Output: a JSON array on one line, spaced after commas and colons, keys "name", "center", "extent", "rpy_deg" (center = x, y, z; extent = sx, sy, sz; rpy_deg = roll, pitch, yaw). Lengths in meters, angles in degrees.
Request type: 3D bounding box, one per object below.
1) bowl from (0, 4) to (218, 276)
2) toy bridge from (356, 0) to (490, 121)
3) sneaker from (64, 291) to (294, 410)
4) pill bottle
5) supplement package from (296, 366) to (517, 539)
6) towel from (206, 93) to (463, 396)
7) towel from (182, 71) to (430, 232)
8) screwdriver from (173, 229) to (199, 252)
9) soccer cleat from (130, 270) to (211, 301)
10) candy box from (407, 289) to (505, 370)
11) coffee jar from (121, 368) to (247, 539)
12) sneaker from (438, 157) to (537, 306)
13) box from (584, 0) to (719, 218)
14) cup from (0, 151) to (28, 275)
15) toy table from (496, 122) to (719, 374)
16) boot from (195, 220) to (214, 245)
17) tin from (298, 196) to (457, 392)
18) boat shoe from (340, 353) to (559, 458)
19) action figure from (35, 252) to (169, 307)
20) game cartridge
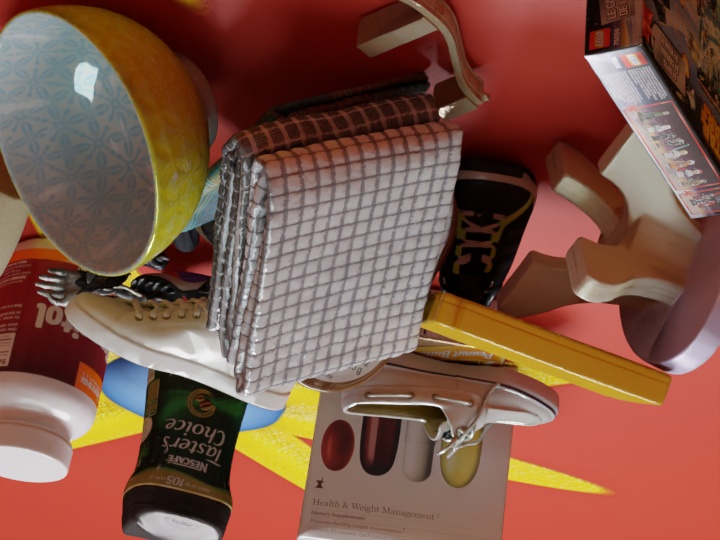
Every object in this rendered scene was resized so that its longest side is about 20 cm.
[{"name": "bowl", "center": [-0.169, -0.107, 1.387], "extent": [0.108, 0.200, 0.200], "rpy_deg": [-26, 175, -37]}, {"name": "toy bridge", "center": [0.028, -0.170, 1.319], "extent": [0.067, 0.027, 0.200], "rpy_deg": [-19, 140, 37]}, {"name": "sneaker", "center": [-0.137, 0.041, 1.551], "extent": [0.200, 0.085, 0.073], "rpy_deg": [20, -166, -20]}, {"name": "pill bottle", "center": [-0.283, 0.082, 1.710], "extent": [0.113, 0.200, 0.113], "rpy_deg": [6, 153, 3]}, {"name": "supplement package", "center": [0.046, 0.199, 1.845], "extent": [0.191, 0.200, 0.147], "rpy_deg": [7, 153, 2]}, {"name": "towel", "center": [-0.023, -0.022, 1.358], "extent": [0.165, 0.086, 0.200], "rpy_deg": [-14, 132, -30]}, {"name": "towel", "center": [-0.050, -0.087, 1.431], "extent": [0.147, 0.022, 0.200], "rpy_deg": [-18, 169, -34]}, {"name": "screwdriver", "center": [-0.155, -0.065, 1.569], "extent": [0.028, 0.029, 0.200], "rpy_deg": [5, 158, 6]}, {"name": "soccer cleat", "center": [-0.119, 0.033, 1.671], "extent": [0.073, 0.068, 0.200], "rpy_deg": [-10, -167, -43]}, {"name": "candy box", "center": [0.031, 0.059, 1.735], "extent": [0.200, 0.055, 0.115], "rpy_deg": [9, 153, -2]}, {"name": "coffee jar", "center": [-0.166, 0.169, 1.846], "extent": [0.104, 0.200, 0.085], "rpy_deg": [16, 152, -16]}, {"name": "sneaker", "center": [0.100, -0.017, 1.537], "extent": [0.072, 0.083, 0.200], "rpy_deg": [7, 153, 3]}, {"name": "box", "center": [0.196, -0.140, 1.209], "extent": [0.040, 0.137, 0.200], "rpy_deg": [-9, 148, 26]}, {"name": "cup", "center": [-0.341, -0.057, 1.501], "extent": [0.143, 0.200, 0.200], "rpy_deg": [-36, 135, 20]}, {"name": "toy table", "center": [0.196, -0.019, 1.401], "extent": [0.117, 0.200, 0.184], "rpy_deg": [26, 107, -18]}, {"name": "boot", "center": [-0.037, 0.011, 1.563], "extent": [0.200, 0.073, 0.151], "rpy_deg": [34, -172, -31]}, {"name": "tin", "center": [0.000, 0.000, 1.467], "extent": [0.112, 0.200, 0.042], "rpy_deg": [30, 178, -31]}, {"name": "boat shoe", "center": [0.078, 0.128, 1.698], "extent": [0.202, 0.086, 0.075], "rpy_deg": [13, 152, -12]}, {"name": "action figure", "center": [-0.224, -0.024, 1.586], "extent": [0.102, 0.119, 0.200], "rpy_deg": [-2, 157, 9]}, {"name": "game cartridge", "center": [0.132, 0.057, 1.447], "extent": [0.176, 0.032, 0.200], "rpy_deg": [20, 176, -3]}]
